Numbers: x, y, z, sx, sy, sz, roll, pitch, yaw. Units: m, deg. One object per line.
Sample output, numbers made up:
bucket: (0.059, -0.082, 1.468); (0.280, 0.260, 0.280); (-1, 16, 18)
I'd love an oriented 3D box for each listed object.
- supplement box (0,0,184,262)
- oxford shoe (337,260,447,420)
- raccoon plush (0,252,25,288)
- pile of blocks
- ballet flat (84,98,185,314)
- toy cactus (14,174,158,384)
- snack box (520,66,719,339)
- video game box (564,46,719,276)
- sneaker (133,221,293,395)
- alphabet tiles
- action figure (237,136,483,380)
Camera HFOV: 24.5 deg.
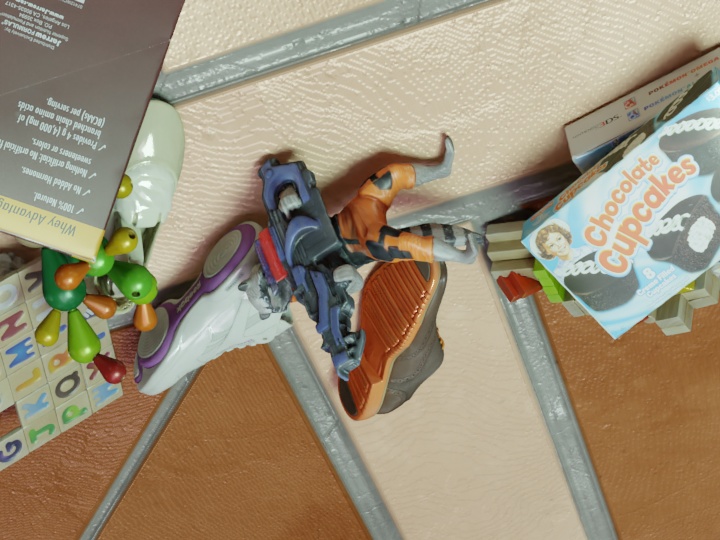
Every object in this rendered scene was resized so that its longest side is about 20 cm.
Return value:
supplement box: (-0.242, -0.139, 1.073); (0.196, 0.133, 0.202); (19, 92, -26)
oxford shoe: (0.041, 0.050, 1.434); (0.072, 0.072, 0.201); (-7, 143, -29)
raccoon plush: (-0.324, 0.087, 1.397); (0.199, 0.098, 0.134); (-28, 140, 18)
pile of blocks: (0.197, 0.010, 1.365); (0.197, 0.063, 0.082); (9, 147, 8)
ballet flat: (-0.177, -0.042, 1.299); (0.069, 0.070, 0.201); (9, 133, -17)
toy cactus: (-0.228, -0.015, 1.260); (0.102, 0.164, 0.201); (-40, 151, -33)
snack box: (0.235, -0.049, 1.281); (0.116, 0.037, 0.200); (44, 115, -13)
video game box: (0.289, -0.083, 1.339); (0.181, 0.047, 0.200); (-28, 132, 17)
sneaker: (-0.116, 0.049, 1.392); (0.099, 0.075, 0.200); (28, 125, -29)
alphabet tiles: (-0.282, 0.080, 1.385); (0.166, 0.008, 0.201); (-32, 141, -25)
action figure: (0.000, 0.000, 1.289); (0.191, 0.202, 0.105); (-19, 151, 9)
